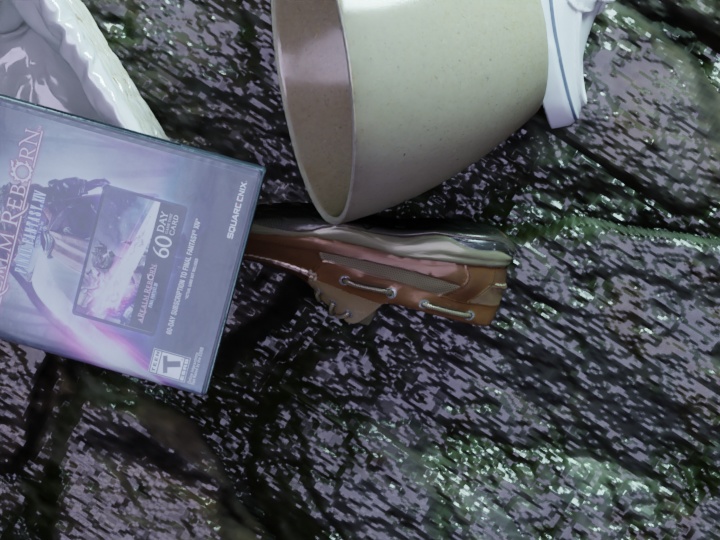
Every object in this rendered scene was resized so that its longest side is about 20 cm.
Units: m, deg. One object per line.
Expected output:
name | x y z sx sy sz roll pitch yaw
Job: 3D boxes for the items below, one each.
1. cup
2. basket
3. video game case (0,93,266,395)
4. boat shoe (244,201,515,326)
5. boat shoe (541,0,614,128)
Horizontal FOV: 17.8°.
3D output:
cup | 0.035 -0.139 1.444 0.142 0.200 0.202 -10 97 -14
basket | -0.232 -0.076 1.469 0.199 0.161 0.199 -32 94 7
video game case | -0.171 -0.019 1.386 0.199 0.019 0.144 15 98 -1
boat shoe | 0.000 0.000 1.508 0.199 0.076 0.074 7 100 3
boat shoe | 0.136 -0.194 1.476 0.065 0.074 0.201 -5 98 7
